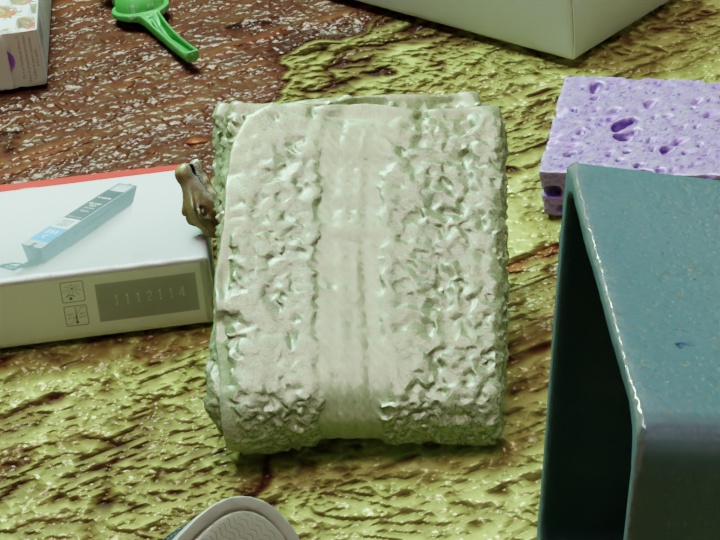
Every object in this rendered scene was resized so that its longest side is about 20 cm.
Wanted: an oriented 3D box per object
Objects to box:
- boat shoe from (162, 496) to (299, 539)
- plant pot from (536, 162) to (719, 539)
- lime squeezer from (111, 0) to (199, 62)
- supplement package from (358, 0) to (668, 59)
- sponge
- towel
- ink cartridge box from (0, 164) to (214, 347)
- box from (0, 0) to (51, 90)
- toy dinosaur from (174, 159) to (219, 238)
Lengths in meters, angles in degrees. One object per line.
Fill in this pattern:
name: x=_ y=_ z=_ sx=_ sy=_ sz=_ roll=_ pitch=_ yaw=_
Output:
boat shoe: x=-0.110 y=0.164 z=1.034 sx=0.200 sy=0.072 sz=0.068 roll=-35 pitch=4 yaw=-29
plant pot: x=0.179 y=0.089 z=0.981 sx=0.199 sy=0.196 sz=0.197 roll=1 pitch=30 yaw=-4
lime squeezer: x=-0.140 y=-0.189 z=1.635 sx=0.038 sy=0.071 sz=0.200 roll=-6 pitch=56 yaw=-33
supplement package: x=0.083 y=-0.222 z=1.588 sx=0.200 sy=0.120 sz=0.121 roll=20 pitch=37 yaw=37
sponge: x=0.201 y=-0.066 z=1.388 sx=0.199 sy=0.030 sz=0.112 roll=1 pitch=31 yaw=13
towel: x=0.000 y=-0.003 z=1.240 sx=0.148 sy=0.037 sz=0.200 roll=-2 pitch=56 yaw=1
ink cartridge box: x=-0.179 y=-0.022 z=1.370 sx=0.199 sy=0.045 sz=0.176 roll=-7 pitch=31 yaw=-2
box: x=-0.217 y=-0.174 z=1.642 sx=0.039 sy=0.042 sz=0.200 roll=-7 pitch=31 yaw=-1
toy dinosaur: x=0.000 y=0.000 z=1.301 sx=0.200 sy=0.058 sz=0.101 roll=31 pitch=49 yaw=19
